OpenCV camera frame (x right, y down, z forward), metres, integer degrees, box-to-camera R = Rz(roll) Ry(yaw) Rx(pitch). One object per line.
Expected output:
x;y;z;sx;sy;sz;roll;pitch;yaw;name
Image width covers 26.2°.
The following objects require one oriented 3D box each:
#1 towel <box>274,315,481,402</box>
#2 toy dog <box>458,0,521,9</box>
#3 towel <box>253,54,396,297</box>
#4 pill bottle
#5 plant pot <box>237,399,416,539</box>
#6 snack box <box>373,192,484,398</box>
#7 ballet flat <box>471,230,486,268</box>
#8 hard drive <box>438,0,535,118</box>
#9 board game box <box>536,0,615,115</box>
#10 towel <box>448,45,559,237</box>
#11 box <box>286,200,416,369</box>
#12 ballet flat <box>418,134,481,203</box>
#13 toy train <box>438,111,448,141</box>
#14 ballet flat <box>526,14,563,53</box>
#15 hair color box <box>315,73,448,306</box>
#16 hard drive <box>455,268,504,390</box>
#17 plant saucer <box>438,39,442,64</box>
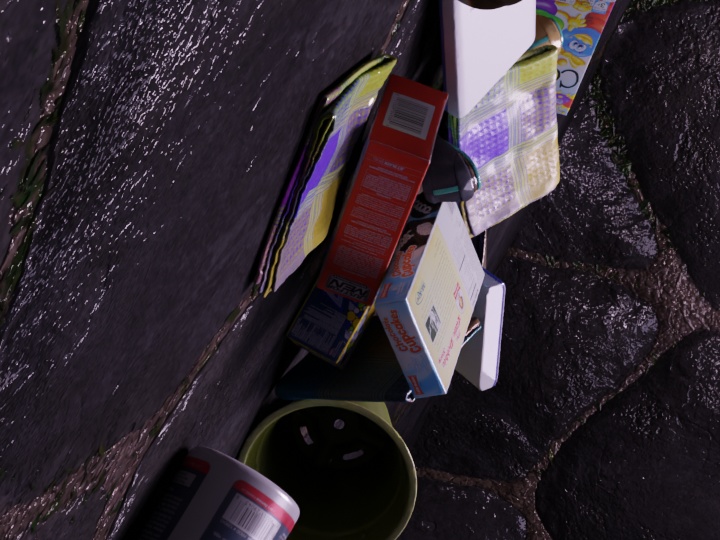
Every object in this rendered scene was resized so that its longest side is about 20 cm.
0.016;0.095;1.656;0.147;0.200;0.022;-44;119;-37;towel
0.129;-0.299;1.216;0.200;0.139;0.194;-63;158;11;toy dog
-0.031;-0.082;1.327;0.144;0.023;0.200;-47;163;-57;towel
-0.153;0.272;1.402;0.200;0.119;0.120;-58;171;-18;pill bottle
-0.032;0.207;1.780;0.190;0.200;0.200;-76;-169;-73;plant pot
0.071;0.018;1.523;0.200;0.037;0.116;-67;140;-52;snack box
0.115;-0.034;1.742;0.046;0.067;0.200;-114;-160;-62;ballet flat
0.124;-0.255;1.487;0.132;0.025;0.200;-48;154;-23;hard drive
0.224;-0.292;1.803;0.200;0.105;0.103;106;-3;-55;board game box
0.157;-0.136;1.656;0.143;0.023;0.200;-28;137;-21;towel
0.000;0.000;1.625;0.200;0.064;0.070;-60;171;-6;box
0.061;-0.112;1.559;0.073;0.073;0.200;-64;-159;13;ballet flat
0.109;-0.124;1.788;0.114;0.085;0.200;-114;-139;-62;toy train
0.155;-0.241;1.718;0.063;0.069;0.200;-30;-176;-18;ballet flat
0.019;-0.072;1.444;0.200;0.061;0.102;112;-3;-46;hair color box
0.087;0.027;1.726;0.025;0.200;0.132;-17;126;-29;hard drive
0.130;-0.286;1.596;0.200;0.032;0.200;-58;171;-16;plant saucer
